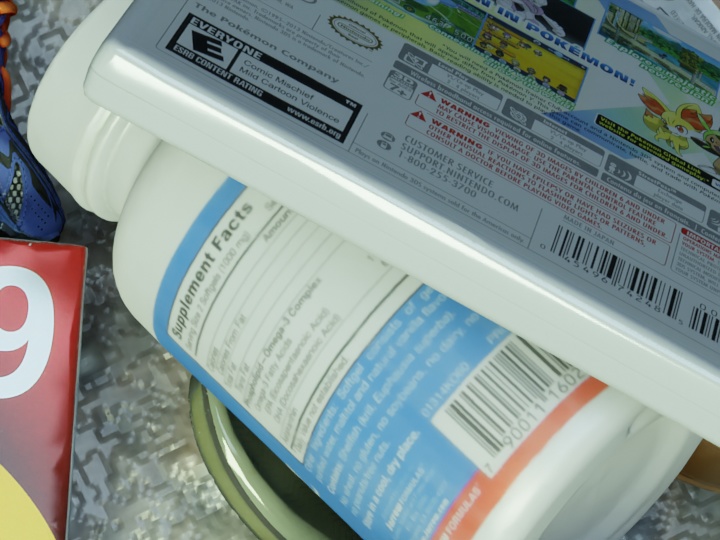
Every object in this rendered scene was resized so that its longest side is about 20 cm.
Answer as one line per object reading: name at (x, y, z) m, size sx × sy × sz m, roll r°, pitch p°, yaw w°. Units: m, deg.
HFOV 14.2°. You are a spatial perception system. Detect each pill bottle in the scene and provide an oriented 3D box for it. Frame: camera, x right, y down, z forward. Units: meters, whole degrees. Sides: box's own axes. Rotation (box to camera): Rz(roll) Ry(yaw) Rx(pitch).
pill bottle at (0.000, 0.000, 0.837) m, size 0.112 × 0.112 × 0.200 m, roll -42°, pitch 70°, yaw -14°

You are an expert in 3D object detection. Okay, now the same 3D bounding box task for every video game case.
video game case at (0.039, -0.045, 0.806) m, size 0.200 × 0.182 × 0.022 m, roll 28°, pitch 121°, yaw -2°

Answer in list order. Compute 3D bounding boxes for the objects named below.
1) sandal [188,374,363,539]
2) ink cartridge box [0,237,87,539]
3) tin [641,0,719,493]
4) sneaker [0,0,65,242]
sandal at (0.037, 0.077, 0.902) m, size 0.201 × 0.057 × 0.080 m, roll 35°, pitch 39°, yaw -6°
ink cartridge box at (-0.188, 0.075, 0.861) m, size 0.200 × 0.084 × 0.176 m, roll 4°, pitch 82°, yaw -10°
tin at (0.094, -0.023, 0.897) m, size 0.112 × 0.042 × 0.200 m, roll -35°, pitch 81°, yaw -16°
sneaker at (-0.131, -0.099, 0.907) m, size 0.078 × 0.075 × 0.200 m, roll -21°, pitch 87°, yaw -17°
